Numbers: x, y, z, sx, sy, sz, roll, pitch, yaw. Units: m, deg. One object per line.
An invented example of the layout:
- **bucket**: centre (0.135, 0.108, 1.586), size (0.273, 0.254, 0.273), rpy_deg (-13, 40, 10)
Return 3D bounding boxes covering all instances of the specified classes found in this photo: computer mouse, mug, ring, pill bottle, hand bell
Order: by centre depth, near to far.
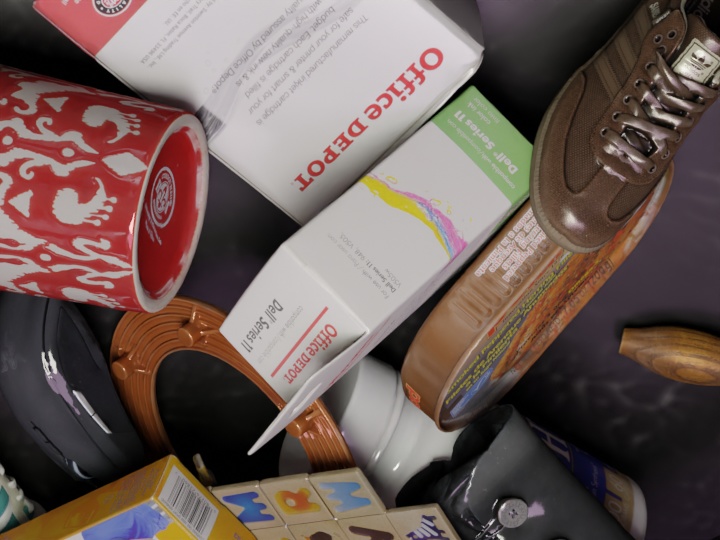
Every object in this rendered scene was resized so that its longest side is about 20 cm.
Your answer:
- **mug**: centre (-0.185, -0.051, 1.299), size (0.199, 0.177, 0.134), rpy_deg (11, 96, 15)
- **ring**: centre (-0.077, 0.104, 1.388), size (0.200, 0.019, 0.201), rpy_deg (28, 136, 30)
- **computer mouse**: centre (-0.148, 0.101, 1.400), size (0.140, 0.046, 0.201), rpy_deg (7, 127, 42)
- **pill bottle**: centre (0.058, 0.132, 1.423), size (0.200, 0.120, 0.120), rpy_deg (30, 113, -17)
- **hand bell**: centre (0.252, 0.064, 1.428), size (0.199, 0.104, 0.105), rpy_deg (14, 117, 6)

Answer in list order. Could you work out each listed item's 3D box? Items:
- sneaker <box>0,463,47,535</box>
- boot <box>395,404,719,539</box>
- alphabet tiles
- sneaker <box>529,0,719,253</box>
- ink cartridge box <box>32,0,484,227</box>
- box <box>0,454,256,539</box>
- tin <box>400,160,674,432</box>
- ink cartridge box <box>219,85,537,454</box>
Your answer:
- **sneaker**: centre (-0.219, 0.148, 1.463), size (0.093, 0.070, 0.201), rpy_deg (-12, 117, -15)
- **boot**: centre (0.140, 0.144, 1.352), size (0.200, 0.066, 0.165), rpy_deg (43, 89, -12)
- **alphabet tiles**: centre (-0.018, 0.178, 1.361), size (0.199, 0.006, 0.167), rpy_deg (-11, 126, 33)
- **sneaker**: centre (0.156, -0.102, 1.271), size (0.070, 0.076, 0.200), rpy_deg (34, 70, -10)
- **ink cartridge box**: centre (-0.053, -0.144, 1.296), size (0.200, 0.083, 0.147), rpy_deg (39, 111, -20)
- **box**: centre (-0.144, 0.188, 1.387), size (0.200, 0.042, 0.119), rpy_deg (-28, 116, 33)
- **tin**: centre (0.098, 0.004, 1.345), size (0.042, 0.112, 0.200), rpy_deg (40, 84, 16)
- **ink cartridge box**: centre (0.000, 0.000, 1.282), size (0.067, 0.200, 0.117), rpy_deg (46, 147, 4)
